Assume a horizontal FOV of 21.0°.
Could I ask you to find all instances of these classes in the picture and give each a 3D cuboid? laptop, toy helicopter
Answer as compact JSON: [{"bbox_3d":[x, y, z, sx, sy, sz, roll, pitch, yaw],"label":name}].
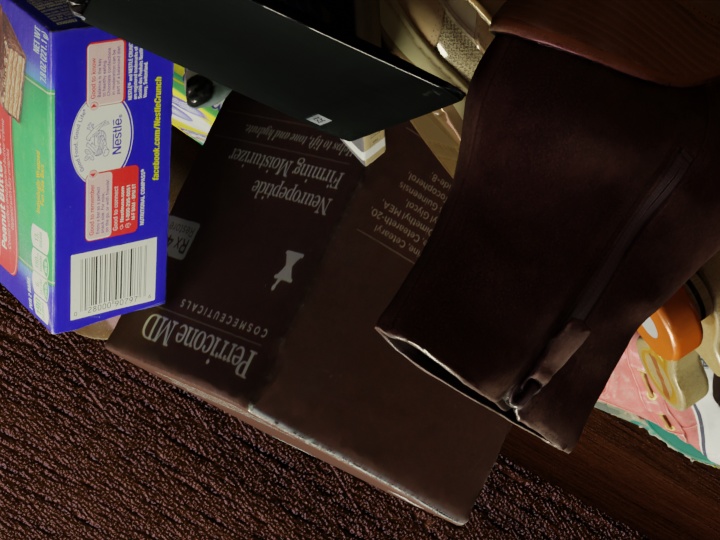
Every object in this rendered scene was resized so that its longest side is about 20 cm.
[{"bbox_3d":[-0.055,-0.139,0.676,0.102,0.202,0.177,-14,-178,-13],"label":"laptop"},{"bbox_3d":[0.151,0.007,0.985,0.133,0.078,0.201,53,169,29],"label":"toy helicopter"}]

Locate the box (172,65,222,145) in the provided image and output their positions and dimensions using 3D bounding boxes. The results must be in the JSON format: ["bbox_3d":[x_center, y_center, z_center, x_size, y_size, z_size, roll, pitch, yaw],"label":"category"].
[{"bbox_3d":[-0.106,-0.119,1.240,0.199,0.049,0.117,31,173,-42],"label":"box"}]

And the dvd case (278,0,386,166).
[{"bbox_3d":[-0.044,-0.127,0.753,0.149,0.016,0.200,48,172,12],"label":"dvd case"}]

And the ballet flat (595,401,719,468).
[{"bbox_3d":[0.225,0.087,1.476,0.199,0.076,0.064,28,-154,36],"label":"ballet flat"}]

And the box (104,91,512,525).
[{"bbox_3d":[0.000,0.000,1.058,0.164,0.201,0.165,31,171,-35],"label":"box"}]

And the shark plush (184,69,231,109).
[{"bbox_3d":[-0.053,-0.116,0.989,0.082,0.092,0.200,-3,172,-9],"label":"shark plush"}]

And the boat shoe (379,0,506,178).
[{"bbox_3d":[0.030,-0.103,0.758,0.200,0.064,0.071,52,172,-28],"label":"boat shoe"}]

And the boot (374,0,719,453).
[{"bbox_3d":[0.099,-0.016,0.675,0.199,0.168,0.072,29,174,-40],"label":"boot"}]

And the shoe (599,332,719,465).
[{"bbox_3d":[0.206,0.072,1.299,0.090,0.072,0.200,11,162,21],"label":"shoe"}]

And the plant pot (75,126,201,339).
[{"bbox_3d":[-0.217,-0.081,1.523,0.186,0.187,0.200,21,157,43],"label":"plant pot"}]

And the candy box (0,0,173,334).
[{"bbox_3d":[-0.179,-0.089,1.045,0.076,0.171,0.200,-13,-148,-31],"label":"candy box"}]
